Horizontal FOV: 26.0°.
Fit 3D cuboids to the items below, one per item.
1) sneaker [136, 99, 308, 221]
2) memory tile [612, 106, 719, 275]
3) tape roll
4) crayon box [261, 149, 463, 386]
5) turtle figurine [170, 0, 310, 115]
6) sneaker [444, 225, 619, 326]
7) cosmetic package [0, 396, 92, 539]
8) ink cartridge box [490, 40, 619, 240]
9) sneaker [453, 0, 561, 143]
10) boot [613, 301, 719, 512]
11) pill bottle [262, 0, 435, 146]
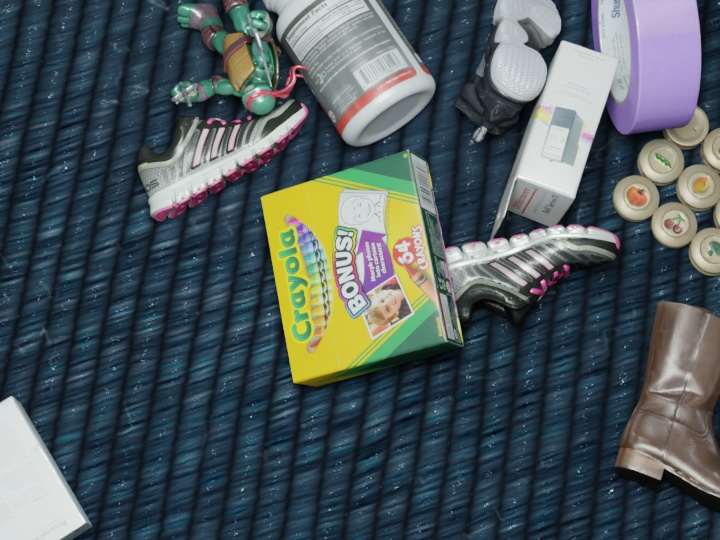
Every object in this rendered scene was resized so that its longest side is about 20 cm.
[{"bbox_3d":[-0.151,-0.137,1.639,0.199,0.074,0.088,-31,85,-4],"label":"sneaker"},{"bbox_3d":[0.383,-0.074,1.667,0.199,0.017,0.154,36,78,7],"label":"memory tile"},{"bbox_3d":[0.293,-0.244,1.611,0.065,0.200,0.202,-7,76,-2],"label":"tape roll"},{"bbox_3d":[0.000,0.000,1.586,0.171,0.058,0.202,-16,75,20],"label":"crayon box"},{"bbox_3d":[-0.132,-0.224,1.621,0.150,0.100,0.201,-41,51,24],"label":"turtle figurine"},{"bbox_3d":[0.172,0.010,1.606,0.198,0.074,0.088,-11,76,1],"label":"sneaker"},{"bbox_3d":[-0.392,0.244,1.553,0.199,0.052,0.151,-31,77,-8],"label":"cosmetic package"},{"bbox_3d":[0.200,-0.122,1.622,0.067,0.117,0.201,20,77,1],"label":"ink cartridge box"},{"bbox_3d":[0.152,-0.221,1.667,0.075,0.114,0.201,28,41,-10],"label":"sneaker"},{"bbox_3d":[0.369,0.139,1.596,0.185,0.064,0.201,21,72,1],"label":"boot"},{"bbox_3d":[-0.018,-0.242,1.647,0.115,0.116,0.201,-31,79,-8],"label":"pill bottle"}]
